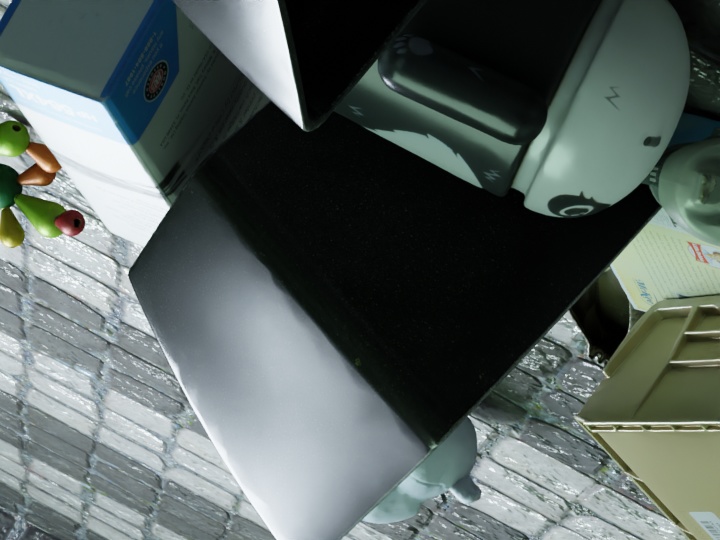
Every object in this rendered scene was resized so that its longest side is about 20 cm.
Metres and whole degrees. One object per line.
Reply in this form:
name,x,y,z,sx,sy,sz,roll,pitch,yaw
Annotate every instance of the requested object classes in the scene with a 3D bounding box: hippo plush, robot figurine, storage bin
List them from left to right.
hippo plush,0.008,0.104,1.874,0.200,0.160,0.160,-38,144,26
robot figurine,0.055,-0.105,1.183,0.199,0.151,0.125,27,149,4
storage bin,0.247,0.114,1.378,0.200,0.094,0.198,46,159,-18

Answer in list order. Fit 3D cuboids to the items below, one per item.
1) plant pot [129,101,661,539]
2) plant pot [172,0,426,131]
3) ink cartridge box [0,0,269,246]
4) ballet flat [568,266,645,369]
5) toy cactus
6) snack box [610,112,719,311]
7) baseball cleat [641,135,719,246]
plant pot,0.000,0.000,1.290,0.177,0.200,0.200,43,148,2
plant pot,-0.034,-0.212,0.947,0.177,0.200,0.200,36,165,17
ink cartridge box,-0.104,-0.111,1.367,0.084,0.147,0.200,19,160,23
ballet flat,0.138,0.010,1.509,0.067,0.047,0.200,18,159,27
toy cactus,-0.304,-0.080,1.863,0.199,0.103,0.165,25,174,-21
snack box,0.180,-0.023,1.371,0.116,0.037,0.200,18,160,30
baseball cleat,0.232,-0.033,1.216,0.199,0.070,0.106,15,-173,-12
